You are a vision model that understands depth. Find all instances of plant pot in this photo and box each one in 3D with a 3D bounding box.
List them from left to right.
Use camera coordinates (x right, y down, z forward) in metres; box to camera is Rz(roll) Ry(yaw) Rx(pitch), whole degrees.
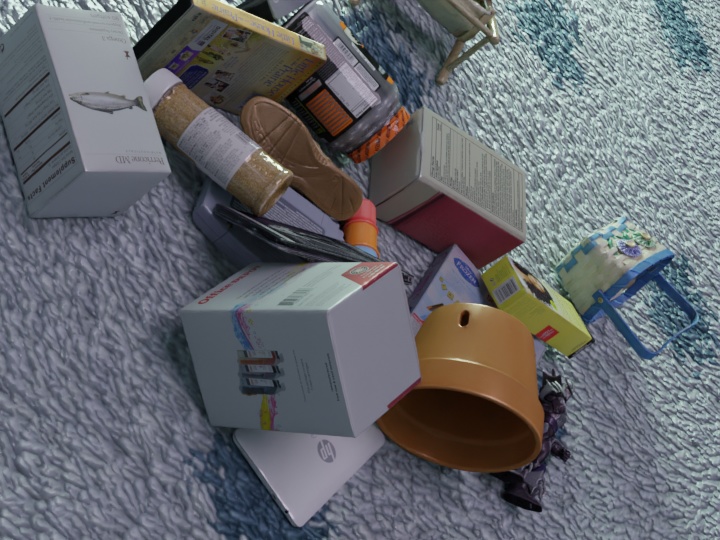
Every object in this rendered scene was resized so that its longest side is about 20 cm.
[{"bbox_3d":[0.128,0.133,1.673,0.200,0.200,0.140,34,53,-26],"label":"plant pot"}]

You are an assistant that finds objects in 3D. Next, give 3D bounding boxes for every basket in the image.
[{"bbox_3d":[0.400,0.029,2.071,0.200,0.139,0.176,52,38,9],"label":"basket"}]

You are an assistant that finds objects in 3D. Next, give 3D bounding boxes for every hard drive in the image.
[{"bbox_3d":[-0.106,-0.354,1.814,0.042,0.135,0.200,60,39,-14],"label":"hard drive"}]

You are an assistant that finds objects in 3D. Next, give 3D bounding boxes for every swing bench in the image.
[{"bbox_3d":[0.109,-0.425,2.077,0.199,0.130,0.200,37,44,-22],"label":"swing bench"}]

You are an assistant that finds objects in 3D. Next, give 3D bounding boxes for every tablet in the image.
[{"bbox_3d":[-0.055,0.193,1.609,0.130,0.014,0.200,55,41,-3],"label":"tablet"}]

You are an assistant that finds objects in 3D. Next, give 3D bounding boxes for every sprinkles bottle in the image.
[{"bbox_3d":[-0.173,-0.149,1.623,0.200,0.068,0.068,39,41,4],"label":"sprinkles bottle"}]

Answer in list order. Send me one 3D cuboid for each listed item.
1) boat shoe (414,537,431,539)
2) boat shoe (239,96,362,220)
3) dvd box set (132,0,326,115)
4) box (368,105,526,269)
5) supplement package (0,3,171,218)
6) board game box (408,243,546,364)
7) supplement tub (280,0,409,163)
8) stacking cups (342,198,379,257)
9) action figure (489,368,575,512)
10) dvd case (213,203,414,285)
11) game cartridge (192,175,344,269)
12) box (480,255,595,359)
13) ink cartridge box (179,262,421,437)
[{"bbox_3d":[0.068,0.381,1.566,0.072,0.071,0.200,40,42,-19],"label":"boat shoe"},{"bbox_3d":[-0.084,-0.139,1.749,0.074,0.069,0.200,-47,114,-8],"label":"boat shoe"},{"bbox_3d":[-0.162,-0.255,1.682,0.200,0.146,0.030,16,53,-37],"label":"dvd box set"},{"bbox_3d":[0.120,-0.107,1.900,0.200,0.109,0.128,29,48,-30],"label":"box"},{"bbox_3d":[-0.305,-0.169,1.505,0.117,0.117,0.201,-4,69,-47],"label":"supplement package"},{"bbox_3d":[0.142,0.097,1.845,0.200,0.041,0.200,49,41,-11],"label":"board game box"},{"bbox_3d":[-0.035,-0.244,1.821,0.200,0.122,0.123,49,41,-12],"label":"supplement tub"},{"bbox_3d":[0.000,0.000,1.758,0.060,0.060,0.201,30,44,-29],"label":"stacking cups"},{"bbox_3d":[0.240,0.216,1.833,0.200,0.069,0.130,-54,138,-38],"label":"action figure"},{"bbox_3d":[-0.054,-0.029,1.617,0.200,0.149,0.016,16,97,-39],"label":"dvd case"},{"bbox_3d":[-0.111,-0.050,1.690,0.200,0.041,0.133,37,49,-23],"label":"game cartridge"},{"bbox_3d":[0.246,0.053,1.921,0.200,0.050,0.075,32,25,-49],"label":"box"},{"bbox_3d":[-0.064,0.080,1.501,0.145,0.199,0.145,-35,119,-50],"label":"ink cartridge box"}]
